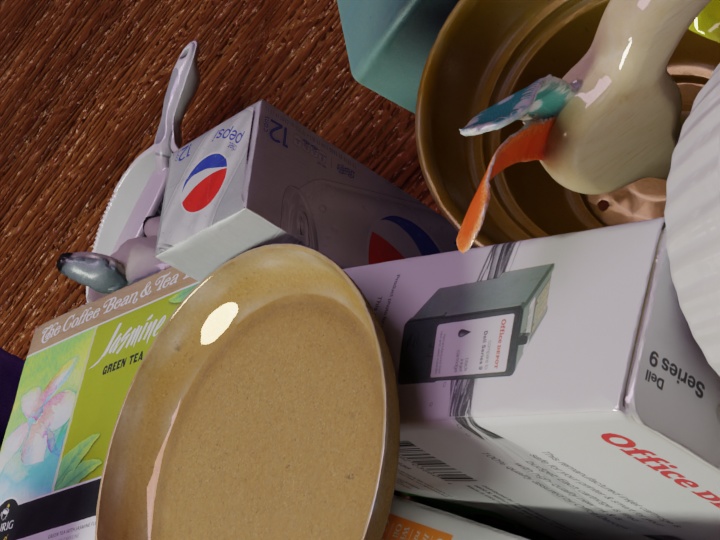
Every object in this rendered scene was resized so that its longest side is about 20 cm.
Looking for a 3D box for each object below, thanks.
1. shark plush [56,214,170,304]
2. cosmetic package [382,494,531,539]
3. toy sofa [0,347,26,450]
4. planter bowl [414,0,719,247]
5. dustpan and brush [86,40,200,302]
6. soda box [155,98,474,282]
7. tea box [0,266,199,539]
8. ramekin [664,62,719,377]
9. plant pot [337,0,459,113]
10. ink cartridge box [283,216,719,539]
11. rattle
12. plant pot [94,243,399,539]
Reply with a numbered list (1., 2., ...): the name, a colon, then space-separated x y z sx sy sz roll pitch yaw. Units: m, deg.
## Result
1. shark plush: -0.093 0.020 1.065 0.200 0.083 0.091 3 21 27
2. cosmetic package: 0.070 0.169 0.723 0.200 0.071 0.102 8 71 54
3. toy sofa: -0.206 0.095 1.023 0.098 0.200 0.083 0 64 59
4. planter bowl: 0.133 -0.069 0.786 0.200 0.083 0.201 -12 60 22
5. dustpan and brush: -0.135 -0.058 1.170 0.139 0.057 0.200 7 71 54
6. soda box: 0.000 0.000 0.825 0.068 0.200 0.064 -25 46 39
7. tea box: -0.095 0.116 0.920 0.200 0.134 0.197 -22 47 43
8. ramekin: 0.201 -0.020 0.587 0.105 0.200 0.200 143 149 -74
9. plant pot: 0.084 -0.177 0.913 0.200 0.141 0.141 -44 36 30
10. ink cartridge box: 0.090 0.055 0.718 0.200 0.146 0.084 -9 58 49
11. rattle: 0.096 -0.101 0.678 0.200 0.130 0.143 -28 65 -6
12. plant pot: -0.047 0.088 0.723 0.200 0.027 0.200 -27 53 43
